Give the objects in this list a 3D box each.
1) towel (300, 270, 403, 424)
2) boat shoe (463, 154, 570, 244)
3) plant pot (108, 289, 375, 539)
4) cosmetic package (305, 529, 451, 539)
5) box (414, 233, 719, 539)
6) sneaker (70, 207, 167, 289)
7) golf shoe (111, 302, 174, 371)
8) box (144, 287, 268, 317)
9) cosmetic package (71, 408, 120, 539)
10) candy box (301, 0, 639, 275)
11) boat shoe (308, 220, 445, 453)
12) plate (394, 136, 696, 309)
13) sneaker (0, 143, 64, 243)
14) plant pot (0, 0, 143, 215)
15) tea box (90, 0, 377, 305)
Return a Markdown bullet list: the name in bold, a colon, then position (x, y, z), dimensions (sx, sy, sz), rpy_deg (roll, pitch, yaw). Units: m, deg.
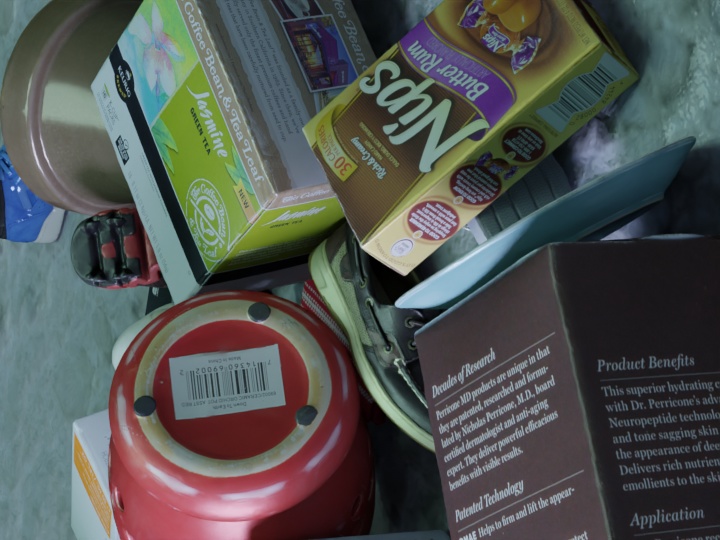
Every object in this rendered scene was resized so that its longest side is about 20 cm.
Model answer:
- **towel**: position (0.000, 0.000, 1.592), dimensions (0.145, 0.022, 0.202), rpy_deg (43, 128, 53)
- **boat shoe**: position (0.089, -0.058, 1.391), dimensions (0.071, 0.071, 0.201), rpy_deg (96, 159, -49)
- **plant pot**: position (-0.088, 0.131, 1.510), dimensions (0.183, 0.199, 0.202), rpy_deg (89, 165, -60)
- **cosmetic package**: position (0.008, 0.308, 1.436), dimensions (0.167, 0.165, 0.202), rpy_deg (41, 125, 54)
- **box**: position (0.151, 0.102, 1.163), dimensions (0.164, 0.165, 0.202), rpy_deg (-38, 57, 57)
- **sneaker**: position (-0.133, -0.023, 1.722), dimensions (0.098, 0.199, 0.072), rpy_deg (-9, -85, -76)
- **golf shoe**: position (-0.147, 0.068, 1.708), dimensions (0.199, 0.091, 0.076), rpy_deg (-7, 97, 44)
- **box**: position (-0.141, 0.080, 1.831), dimensions (0.159, 0.046, 0.202), rpy_deg (44, 129, 52)
- **cosmetic package**: position (-0.208, 0.211, 1.870), dimensions (0.102, 0.071, 0.201), rpy_deg (60, 158, 28)
- **candy box**: position (0.066, -0.106, 1.332), dimensions (0.200, 0.056, 0.117), rpy_deg (-42, 49, 16)
- **boat shoe**: position (0.031, 0.042, 1.471), dimensions (0.201, 0.073, 0.065), rpy_deg (55, 128, 26)
- **plate**: position (0.112, -0.019, 1.217), dimensions (0.026, 0.199, 0.200), rpy_deg (60, 147, 5)
- **sneaker**: position (-0.352, -0.113, 2.148), dimensions (0.077, 0.110, 0.201), rpy_deg (60, 140, 42)
- **plant pot**: position (-0.178, -0.131, 1.774), dimensions (0.174, 0.199, 0.202), rpy_deg (19, 108, 43)
- **tea box**: position (-0.082, -0.109, 1.549), dimensions (0.197, 0.133, 0.201), rpy_deg (-46, 63, 52)
